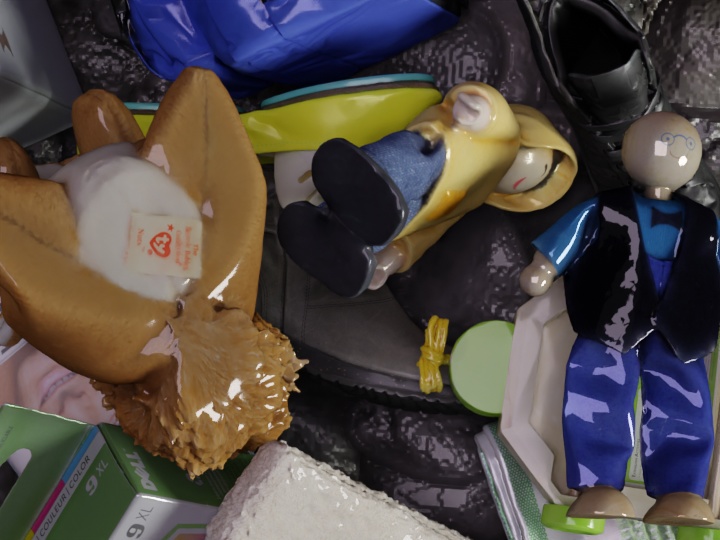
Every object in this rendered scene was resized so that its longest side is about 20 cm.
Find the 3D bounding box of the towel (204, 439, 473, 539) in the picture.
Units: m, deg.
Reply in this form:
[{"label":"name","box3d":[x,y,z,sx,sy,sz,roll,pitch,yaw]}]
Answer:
[{"label":"towel","box3d":[-0.016,0.169,1.066,0.133,0.200,0.034,-55,41,1]}]

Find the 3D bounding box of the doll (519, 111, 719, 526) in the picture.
[{"label":"doll","box3d":[0.144,0.022,1.037,0.136,0.048,0.201,5,80,-10]}]

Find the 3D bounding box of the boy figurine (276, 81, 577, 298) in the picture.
[{"label":"boy figurine","box3d":[0.039,-0.041,1.070,0.064,0.200,0.124,43,120,19]}]

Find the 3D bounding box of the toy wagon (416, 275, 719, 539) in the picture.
[{"label":"toy wagon","box3d":[0.128,0.057,1.076,0.199,0.040,0.156,9,80,2]}]

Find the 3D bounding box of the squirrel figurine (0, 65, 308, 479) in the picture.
[{"label":"squirrel figurine","box3d":[-0.117,0.016,1.031,0.141,0.187,0.200,-35,97,-24]}]

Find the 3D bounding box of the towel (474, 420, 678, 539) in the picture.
[{"label":"towel","box3d":[0.174,0.120,1.098,0.200,0.031,0.150,-18,84,1]}]

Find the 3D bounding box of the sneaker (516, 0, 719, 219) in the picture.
[{"label":"sneaker","box3d":[0.129,-0.086,1.092,0.060,0.104,0.200,-30,82,5]}]

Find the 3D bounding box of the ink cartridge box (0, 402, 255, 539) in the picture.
[{"label":"ink cartridge box","box3d":[-0.107,0.139,1.058,0.104,0.200,0.059,-57,42,19]}]

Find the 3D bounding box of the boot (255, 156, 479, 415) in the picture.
[{"label":"boot","box3d":[0.000,0.000,1.129,0.200,0.068,0.131,13,82,8]}]

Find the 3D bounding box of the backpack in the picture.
[{"label":"backpack","box3d":[-0.061,-0.200,1.102,0.168,0.162,0.200,-23,83,10]}]

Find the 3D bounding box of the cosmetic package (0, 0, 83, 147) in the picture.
[{"label":"cosmetic package","box3d":[-0.280,-0.126,1.128,0.200,0.166,0.168,-23,83,7]}]

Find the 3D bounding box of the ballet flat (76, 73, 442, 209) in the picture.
[{"label":"ballet flat","box3d":[-0.053,-0.060,1.104,0.199,0.067,0.067,-4,85,16]}]

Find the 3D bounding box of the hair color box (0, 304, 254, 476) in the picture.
[{"label":"hair color box","box3d":[-0.154,0.059,1.147,0.099,0.061,0.200,-39,82,4]}]
